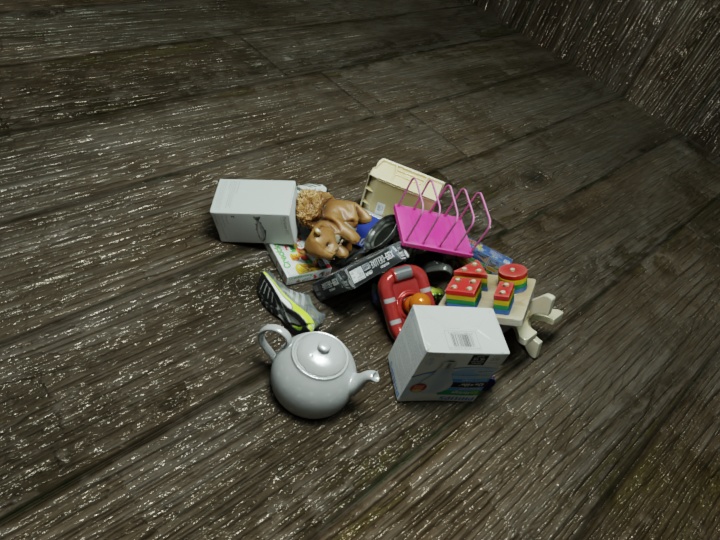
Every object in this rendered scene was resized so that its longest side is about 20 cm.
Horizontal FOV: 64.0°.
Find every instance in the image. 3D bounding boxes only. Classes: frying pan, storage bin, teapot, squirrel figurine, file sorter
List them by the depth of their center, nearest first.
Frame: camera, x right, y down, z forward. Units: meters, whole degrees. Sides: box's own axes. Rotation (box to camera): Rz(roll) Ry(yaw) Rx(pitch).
[{"bbox_3d":[-0.095,0.197,1.202,0.198,0.147,0.198,-9,50,-26],"label":"teapot"},{"bbox_3d":[0.205,-0.137,1.442,0.198,0.126,0.140,9,46,-20],"label":"file sorter"},{"bbox_3d":[-0.098,-0.112,1.467,0.200,0.141,0.187,47,42,0],"label":"squirrel figurine"},{"bbox_3d":[0.033,-0.068,1.495,0.031,0.115,0.191,41,81,-26],"label":"frying pan"},{"bbox_3d":[0.103,-0.179,1.606,0.197,0.201,0.094,22,45,3],"label":"storage bin"}]

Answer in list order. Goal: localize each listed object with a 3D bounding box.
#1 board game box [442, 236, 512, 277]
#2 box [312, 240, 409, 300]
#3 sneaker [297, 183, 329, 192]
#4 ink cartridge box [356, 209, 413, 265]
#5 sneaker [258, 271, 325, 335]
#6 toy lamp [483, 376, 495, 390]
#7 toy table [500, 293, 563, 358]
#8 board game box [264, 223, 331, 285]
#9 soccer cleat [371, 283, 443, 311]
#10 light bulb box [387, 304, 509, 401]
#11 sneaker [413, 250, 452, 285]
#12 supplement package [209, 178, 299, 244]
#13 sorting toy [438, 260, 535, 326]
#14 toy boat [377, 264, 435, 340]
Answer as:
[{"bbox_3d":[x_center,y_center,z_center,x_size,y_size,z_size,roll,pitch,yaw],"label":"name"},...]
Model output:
[{"bbox_3d":[0.292,-0.019,1.562,0.199,0.136,0.035,29,44,8],"label":"board game box"},{"bbox_3d":[0.000,0.000,1.423,0.199,0.157,0.050,-28,93,-39],"label":"box"},{"bbox_3d":[-0.103,-0.192,1.634,0.200,0.076,0.115,35,47,19],"label":"sneaker"},{"bbox_3d":[0.053,-0.095,1.576,0.199,0.095,0.044,25,16,6],"label":"ink cartridge box"},{"bbox_3d":[-0.166,0.074,1.362,0.200,0.074,0.081,45,39,17],"label":"sneaker"},{"bbox_3d":[0.283,0.191,1.407,0.058,0.058,0.201,5,46,-15],"label":"toy lamp"},{"bbox_3d":[0.414,0.122,1.454,0.199,0.185,0.117,-34,47,-30],"label":"toy table"},{"bbox_3d":[-0.174,-0.055,1.502,0.125,0.035,0.201,-13,52,-29],"label":"board game box"},{"bbox_3d":[0.121,0.052,1.478,0.198,0.065,0.084,-4,53,-22],"label":"soccer cleat"},{"bbox_3d":[0.186,0.187,1.272,0.196,0.201,0.126,3,47,-16],"label":"light bulb box"},{"bbox_3d":[0.188,-0.017,1.504,0.060,0.200,0.105,24,69,-13],"label":"sneaker"},{"bbox_3d":[-0.260,-0.149,1.461,0.198,0.117,0.118,2,53,5],"label":"supplement package"},{"bbox_3d":[0.304,0.041,1.379,0.198,0.070,0.199,5,29,24],"label":"sorting toy"},{"bbox_3d":[0.126,0.084,1.363,0.129,0.131,0.202,-16,88,-17],"label":"toy boat"}]
